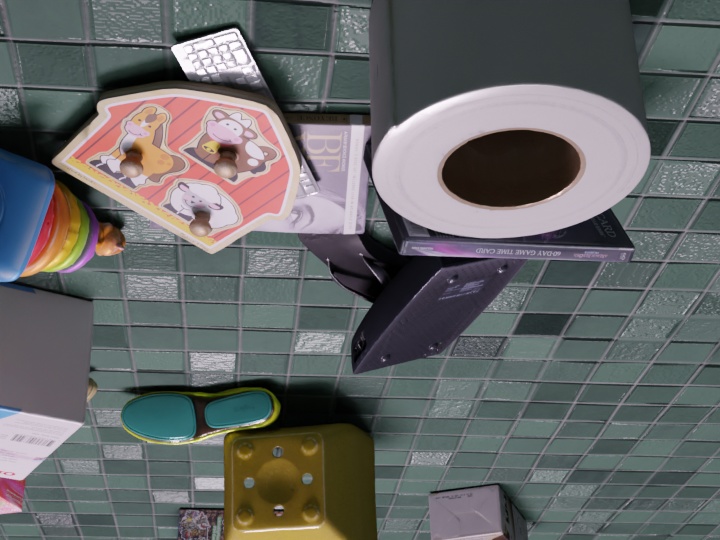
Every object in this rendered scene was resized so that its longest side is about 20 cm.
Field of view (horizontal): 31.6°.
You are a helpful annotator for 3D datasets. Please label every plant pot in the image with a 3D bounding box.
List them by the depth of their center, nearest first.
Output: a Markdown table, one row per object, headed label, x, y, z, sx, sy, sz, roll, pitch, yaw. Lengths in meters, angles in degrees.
| label | x | y | z | sx | sy | sz | roll | pitch | yaw |
| --- | --- | --- | --- | --- | --- | --- | --- | --- | --- |
| plant pot | -0.087 | 0.288 | 1.616 | 0.194 | 0.196 | 0.200 | -5 | 160 | 7 |

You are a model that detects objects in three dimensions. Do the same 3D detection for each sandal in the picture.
| label | x | y | z | sx | sy | sz | roll | pitch | yaw |
| --- | --- | --- | --- | --- | --- | --- | --- | --- | --- |
| sandal | -0.001 | 0.000 | 1.278 | 0.076 | 0.043 | 0.200 | -17 | 147 | 28 |

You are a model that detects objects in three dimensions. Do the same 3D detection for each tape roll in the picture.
| label | x | y | z | sx | sy | sz | roll | pitch | yaw |
| --- | --- | --- | --- | --- | --- | --- | --- | --- | --- |
| tape roll | 0.106 | -0.131 | 0.943 | 0.202 | 0.139 | 0.203 | -1 | 152 | -1 |

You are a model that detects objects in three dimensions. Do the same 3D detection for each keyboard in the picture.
| label | x | y | z | sx | sy | sz | roll | pitch | yaw |
| --- | --- | --- | --- | --- | --- | --- | --- | --- | --- |
| keyboard | -0.091 | -0.122 | 1.056 | 0.056 | 0.011 | 0.200 | -9 | 142 | 15 |

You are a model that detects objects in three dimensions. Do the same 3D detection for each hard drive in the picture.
| label | x | y | z | sx | sy | sz | roll | pitch | yaw |
| --- | --- | --- | --- | --- | --- | --- | --- | --- | --- |
| hard drive | 0.075 | 0.030 | 1.282 | 0.135 | 0.042 | 0.200 | -11 | 152 | -35 |

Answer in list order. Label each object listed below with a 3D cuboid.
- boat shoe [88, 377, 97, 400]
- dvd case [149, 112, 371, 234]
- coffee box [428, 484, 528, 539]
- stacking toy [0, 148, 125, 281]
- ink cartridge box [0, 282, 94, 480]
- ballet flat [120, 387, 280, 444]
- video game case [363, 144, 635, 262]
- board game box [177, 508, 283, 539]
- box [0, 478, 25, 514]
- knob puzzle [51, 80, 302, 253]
| label | x | y | z | sx | sy | sz | roll | pitch | yaw |
| --- | --- | --- | --- | --- | --- | --- | --- | --- | --- |
| boat shoe | -0.401 | 0.177 | 1.559 | 0.063 | 0.073 | 0.200 | 21 | 142 | -39 |
| dvd case | -0.091 | -0.084 | 1.129 | 0.200 | 0.016 | 0.149 | 1 | 143 | -4 |
| coffee box | 0.189 | 0.410 | 1.996 | 0.113 | 0.080 | 0.200 | -11 | 150 | 17 |
| stacking toy | -0.281 | -0.038 | 1.158 | 0.116 | 0.110 | 0.200 | 21 | -178 | 26 |
| ink cartridge box | -0.397 | 0.121 | 1.381 | 0.147 | 0.146 | 0.200 | 15 | 147 | -28 |
| ballet flat | -0.196 | 0.182 | 1.592 | 0.200 | 0.067 | 0.067 | -6 | 169 | 6 |
| video game case | 0.113 | -0.057 | 1.065 | 0.200 | 0.143 | 0.019 | 3 | 126 | -16 |
| board game box | -0.193 | 0.456 | 2.052 | 0.200 | 0.097 | 0.160 | 2 | 151 | -5 |
| box | -0.520 | 0.241 | 1.642 | 0.094 | 0.103 | 0.200 | -8 | 150 | 13 |
| knob puzzle | -0.138 | -0.088 | 1.075 | 0.219 | 0.031 | 0.220 | 5 | 144 | 4 |
